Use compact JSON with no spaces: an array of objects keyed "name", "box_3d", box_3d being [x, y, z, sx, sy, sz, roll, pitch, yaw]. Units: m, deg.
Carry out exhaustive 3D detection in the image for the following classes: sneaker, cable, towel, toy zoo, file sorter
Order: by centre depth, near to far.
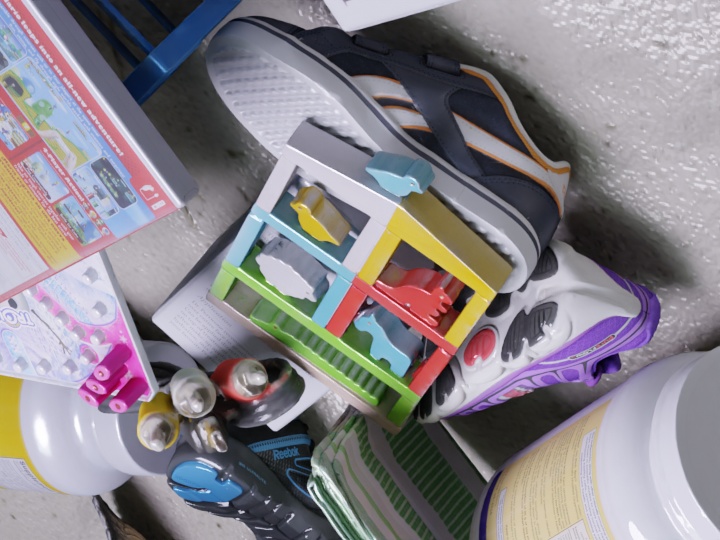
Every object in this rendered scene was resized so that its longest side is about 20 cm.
[{"name":"sneaker","box_3d":[0.017,-0.075,1.499,0.200,0.080,0.078,37,148,-4]},{"name":"toy zoo","box_3d":[0.000,0.000,1.518,0.131,0.020,0.200,36,147,2]},{"name":"file sorter","box_3d":[-0.143,-0.141,1.521,0.123,0.139,0.200,46,143,-6]},{"name":"sneaker","box_3d":[0.091,0.044,1.575,0.083,0.081,0.200,17,162,-23]},{"name":"towel","box_3d":[0.036,0.134,1.618,0.023,0.200,0.153,-34,97,17]},{"name":"cable","box_3d":[-0.096,0.059,1.636,0.051,0.097,0.200,65,167,-18]},{"name":"sneaker","box_3d":[-0.039,0.133,1.788,0.073,0.082,0.200,-5,146,31]}]

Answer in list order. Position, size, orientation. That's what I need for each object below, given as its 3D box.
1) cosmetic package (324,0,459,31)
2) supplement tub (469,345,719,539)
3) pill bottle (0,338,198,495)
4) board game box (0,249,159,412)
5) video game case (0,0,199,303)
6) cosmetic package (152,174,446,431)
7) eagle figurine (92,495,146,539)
[{"name":"cosmetic package","box_3d":[0.056,-0.227,1.234,0.199,0.165,0.165,-12,120,47]},{"name":"supplement tub","box_3d":[0.162,0.129,1.543,0.145,0.146,0.200,42,144,-6]},{"name":"pill bottle","box_3d":[-0.194,0.081,1.822,0.199,0.112,0.112,1,130,39]},{"name":"board game box","box_3d":[-0.216,-0.019,1.571,0.199,0.026,0.201,7,128,39]},{"name":"video game case","box_3d":[-0.180,-0.063,1.461,0.200,0.017,0.143,-24,106,49]},{"name":"cosmetic package","box_3d":[-0.023,0.001,1.625,0.101,0.071,0.200,42,144,-7]},{"name":"eagle figurine","box_3d":[-0.109,0.247,1.943,0.151,0.151,0.201,1,108,-15]}]
